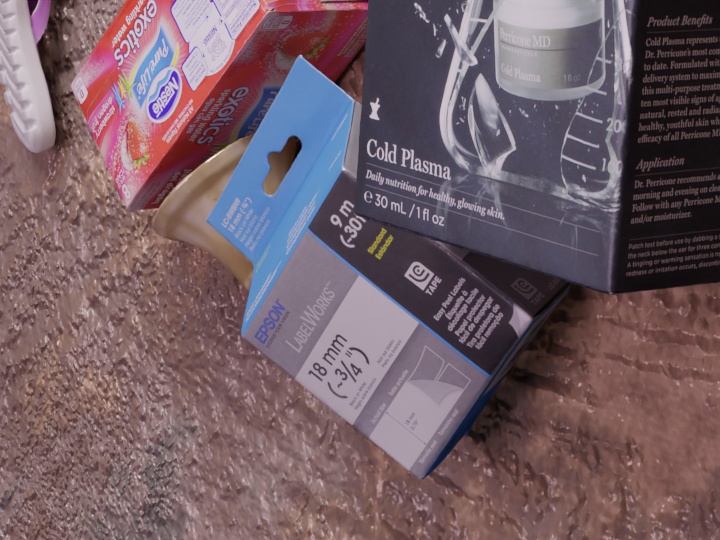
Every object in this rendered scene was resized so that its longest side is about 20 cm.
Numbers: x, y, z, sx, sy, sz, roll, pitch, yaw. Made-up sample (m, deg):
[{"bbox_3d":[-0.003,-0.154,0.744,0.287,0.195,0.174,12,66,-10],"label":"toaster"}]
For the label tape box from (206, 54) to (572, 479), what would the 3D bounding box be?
[{"bbox_3d":[0.000,0.000,1.578,0.200,0.063,0.144,38,129,8],"label":"label tape box"}]

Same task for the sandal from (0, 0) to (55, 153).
[{"bbox_3d":[-0.226,-0.182,1.917,0.082,0.050,0.203,-141,41,-59],"label":"sandal"}]

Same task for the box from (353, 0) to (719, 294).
[{"bbox_3d":[0.107,-0.107,1.410,0.200,0.124,0.197,18,108,48],"label":"box"}]

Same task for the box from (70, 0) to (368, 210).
[{"bbox_3d":[-0.081,-0.134,1.697,0.200,0.095,0.100,-50,56,43],"label":"box"}]

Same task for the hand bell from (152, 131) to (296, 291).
[{"bbox_3d":[-0.026,0.022,1.682,0.200,0.104,0.104,53,135,15],"label":"hand bell"}]
